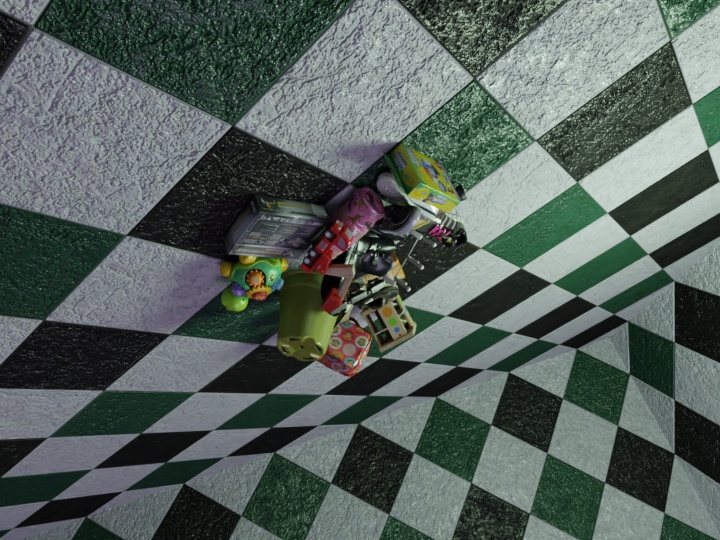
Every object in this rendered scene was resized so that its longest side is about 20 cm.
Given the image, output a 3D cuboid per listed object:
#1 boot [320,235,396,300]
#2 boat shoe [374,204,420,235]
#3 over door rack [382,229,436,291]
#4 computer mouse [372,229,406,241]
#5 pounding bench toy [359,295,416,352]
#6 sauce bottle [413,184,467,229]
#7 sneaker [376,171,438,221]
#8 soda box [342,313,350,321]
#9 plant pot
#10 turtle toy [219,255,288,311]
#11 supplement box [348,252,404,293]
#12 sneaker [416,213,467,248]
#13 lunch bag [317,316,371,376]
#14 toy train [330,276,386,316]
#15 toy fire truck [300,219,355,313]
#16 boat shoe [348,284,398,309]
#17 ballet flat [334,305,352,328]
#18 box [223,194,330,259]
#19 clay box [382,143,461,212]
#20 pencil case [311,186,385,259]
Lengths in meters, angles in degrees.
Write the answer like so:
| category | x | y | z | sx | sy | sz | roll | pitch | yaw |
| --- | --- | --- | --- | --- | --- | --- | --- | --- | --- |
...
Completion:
| category | x | y | z | sx | sy | sz | roll | pitch | yaw |
| --- | --- | --- | --- | --- | --- | --- | --- | --- | --- |
| boot | 0.000 | 0.000 | 1.524 | 0.166 | 0.076 | 0.203 | 14 | 100 | -39 |
| boat shoe | 0.074 | -0.124 | 1.391 | 0.056 | 0.070 | 0.199 | 26 | 169 | -20 |
| over door rack | 0.133 | -0.023 | 1.534 | 0.149 | 0.066 | 0.200 | -61 | 169 | 6 |
| computer mouse | 0.043 | -0.111 | 1.523 | 0.198 | 0.035 | 0.058 | 11 | 164 | -41 |
| pounding bench toy | 0.092 | 0.142 | 1.914 | 0.123 | 0.158 | 0.200 | -28 | -176 | 13 |
| sauce bottle | 0.174 | -0.156 | 1.494 | 0.197 | 0.066 | 0.065 | -25 | 154 | 5 |
| sneaker | 0.116 | -0.190 | 1.392 | 0.199 | 0.076 | 0.082 | 29 | 84 | -41 |
| soda box | -0.133 | 0.135 | 1.800 | 0.197 | 0.065 | 0.068 | -14 | 153 | -18 |
| plant pot | -0.142 | 0.129 | 1.564 | 0.196 | 0.187 | 0.202 | 6 | 144 | 4 |
| turtle toy | -0.270 | 0.029 | 1.447 | 0.198 | 0.103 | 0.145 | -29 | 154 | 32 |
| supplement box | 0.016 | 0.009 | 1.667 | 0.197 | 0.074 | 0.126 | -24 | 154 | 5 |
| sneaker | 0.225 | -0.108 | 1.595 | 0.198 | 0.089 | 0.074 | 6 | 143 | -44 |
| lunch bag | -0.068 | 0.218 | 1.851 | 0.177 | 0.197 | 0.083 | -58 | 167 | -34 |
| toy train | -0.010 | 0.065 | 1.544 | 0.198 | 0.045 | 0.035 | -27 | 120 | -31 |
| toy fire truck | -0.063 | -0.008 | 1.385 | 0.140 | 0.049 | 0.200 | 38 | 120 | -8 |
| boat shoe | 0.044 | 0.079 | 1.653 | 0.198 | 0.066 | 0.073 | -5 | 149 | -48 |
| ballet flat | -0.073 | 0.126 | 1.737 | 0.201 | 0.070 | 0.071 | -51 | 155 | -8 |
| box | -0.189 | -0.094 | 1.346 | 0.198 | 0.049 | 0.158 | 3 | 145 | -41 |
| clay box | 0.138 | -0.207 | 1.313 | 0.047 | 0.116 | 0.198 | -37 | 151 | 28 |
| pencil case | -0.030 | -0.112 | 1.395 | 0.086 | 0.084 | 0.199 | 24 | 130 | -40 |
